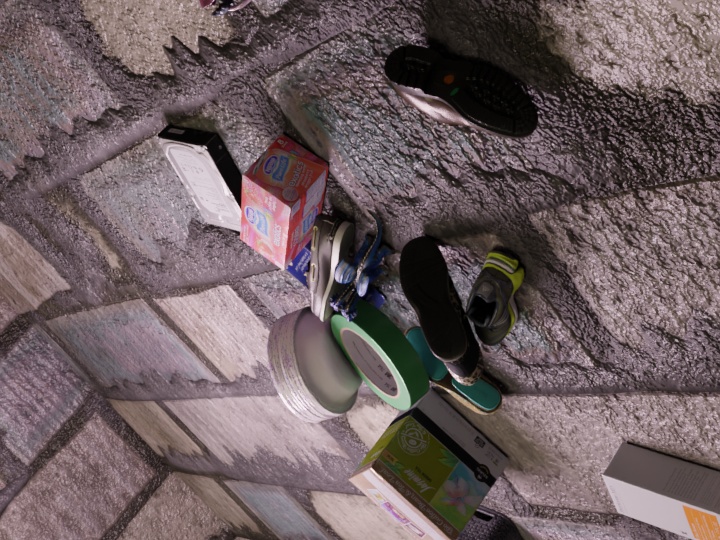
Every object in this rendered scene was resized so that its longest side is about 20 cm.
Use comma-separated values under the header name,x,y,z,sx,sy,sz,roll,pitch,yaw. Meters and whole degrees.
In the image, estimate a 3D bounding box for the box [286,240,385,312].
name,x,y,z,sx,sy,sz,roll,pitch,yaw
box,-0.054,0.013,1.943,0.200,0.032,0.121,39,153,1

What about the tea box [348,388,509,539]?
name,x,y,z,sx,sy,sz,roll,pitch,yaw
tea box,0.124,0.361,2.051,0.200,0.197,0.134,41,154,-2

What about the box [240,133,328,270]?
name,x,y,z,sx,sy,sz,roll,pitch,yaw
box,-0.121,-0.105,1.775,0.094,0.103,0.200,35,154,11

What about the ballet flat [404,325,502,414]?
name,x,y,z,sx,sy,sz,roll,pitch,yaw
ballet flat,0.149,0.171,1.883,0.199,0.071,0.071,38,153,6

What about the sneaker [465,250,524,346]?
name,x,y,z,sx,sy,sz,roll,pitch,yaw
sneaker,0.182,0.054,1.636,0.074,0.081,0.201,29,152,22

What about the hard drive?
name,x,y,z,sx,sy,sz,roll,pitch,yaw
hard drive,-0.258,-0.155,1.950,0.139,0.038,0.201,16,145,41

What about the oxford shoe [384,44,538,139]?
name,x,y,z,sx,sy,sz,roll,pitch,yaw
oxford shoe,0.127,-0.204,1.351,0.199,0.073,0.084,30,168,25

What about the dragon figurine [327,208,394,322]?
name,x,y,z,sx,sy,sz,roll,pitch,yaw
dragon figurine,0.000,0.000,1.770,0.059,0.100,0.201,33,147,14

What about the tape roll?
name,x,y,z,sx,sy,sz,roll,pitch,yaw
tape roll,0.032,0.141,1.892,0.200,0.048,0.201,43,159,21

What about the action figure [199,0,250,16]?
name,x,y,z,sx,sy,sz,roll,pitch,yaw
action figure,-0.198,-0.433,1.419,0.133,0.149,0.201,-31,92,22

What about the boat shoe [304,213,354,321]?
name,x,y,z,sx,sy,sz,roll,pitch,yaw
boat shoe,-0.057,-0.006,1.838,0.060,0.072,0.202,24,130,14

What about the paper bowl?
name,x,y,z,sx,sy,sz,roll,pitch,yaw
paper bowl,-0.067,0.160,2.008,0.104,0.201,0.201,-21,119,27

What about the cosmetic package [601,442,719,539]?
name,x,y,z,sx,sy,sz,roll,pitch,yaw
cosmetic package,0.474,0.338,1.696,0.199,0.071,0.102,13,143,44

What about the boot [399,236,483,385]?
name,x,y,z,sx,sy,sz,roll,pitch,yaw
boot,0.122,0.065,1.686,0.154,0.073,0.205,53,-163,-59

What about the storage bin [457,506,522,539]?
name,x,y,z,sx,sy,sz,roll,pitch,yaw
storage bin,0.262,0.579,2.316,0.135,0.094,0.201,13,143,44
